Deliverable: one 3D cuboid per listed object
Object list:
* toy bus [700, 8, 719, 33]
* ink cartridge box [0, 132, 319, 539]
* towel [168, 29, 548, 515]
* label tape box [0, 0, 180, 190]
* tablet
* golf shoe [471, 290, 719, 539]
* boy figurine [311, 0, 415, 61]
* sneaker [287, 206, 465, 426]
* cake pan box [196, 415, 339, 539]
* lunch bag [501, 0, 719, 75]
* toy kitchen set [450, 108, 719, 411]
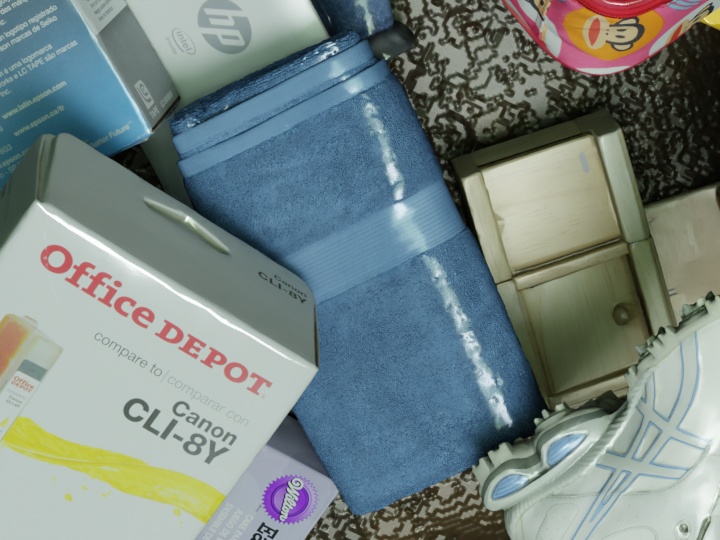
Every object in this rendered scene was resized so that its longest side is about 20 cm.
[{"bbox_3d":[0.229,-0.132,1.344,0.199,0.065,0.079,13,100,-6],"label":"toy bus"},{"bbox_3d":[-0.130,0.064,1.230,0.145,0.083,0.200,31,108,-16],"label":"ink cartridge box"},{"bbox_3d":[0.000,0.000,1.280,0.111,0.049,0.200,-23,95,22],"label":"towel"},{"bbox_3d":[-0.195,-0.123,1.298,0.144,0.063,0.200,-26,103,20],"label":"label tape box"},{"bbox_3d":[-0.075,-0.108,1.312,0.130,0.014,0.200,-16,111,37],"label":"tablet"},{"bbox_3d":[0.144,0.072,1.199,0.200,0.078,0.097,-42,71,34],"label":"golf shoe"},{"bbox_3d":[-0.053,-0.175,1.314,0.124,0.064,0.200,-26,101,10],"label":"boy figurine"},{"bbox_3d":[-0.017,0.044,1.368,0.091,0.076,0.200,42,106,-18],"label":"sneaker"},{"bbox_3d":[-0.132,0.116,1.326,0.184,0.052,0.200,30,108,-18],"label":"cake pan box"},{"bbox_3d":[0.110,-0.202,1.270,0.176,0.082,0.200,-36,73,-18],"label":"lunch bag"},{"bbox_3d":[0.156,0.036,1.315,0.163,0.180,0.200,-18,107,-1],"label":"toy kitchen set"}]
